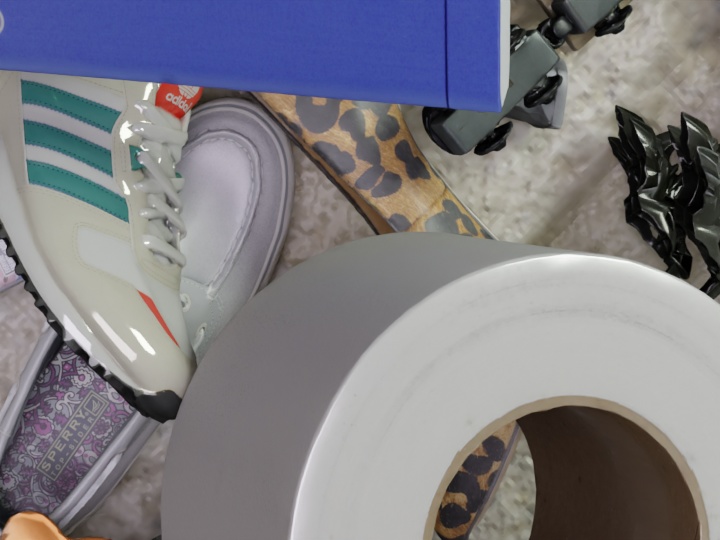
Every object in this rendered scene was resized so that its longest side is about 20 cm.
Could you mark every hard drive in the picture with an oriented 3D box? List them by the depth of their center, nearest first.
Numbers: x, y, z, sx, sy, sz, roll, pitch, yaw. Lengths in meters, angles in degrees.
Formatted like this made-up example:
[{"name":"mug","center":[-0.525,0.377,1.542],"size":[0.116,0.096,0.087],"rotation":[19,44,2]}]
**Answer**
[{"name":"hard drive","center":[-0.048,-0.123,0.972],"size":[0.198,0.025,0.133],"rotation":[6,126,10]}]

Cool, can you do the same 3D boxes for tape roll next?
[{"name":"tape roll","center":[0.044,0.090,0.996],"size":[0.201,0.139,0.204],"rotation":[-2,95,-21]}]

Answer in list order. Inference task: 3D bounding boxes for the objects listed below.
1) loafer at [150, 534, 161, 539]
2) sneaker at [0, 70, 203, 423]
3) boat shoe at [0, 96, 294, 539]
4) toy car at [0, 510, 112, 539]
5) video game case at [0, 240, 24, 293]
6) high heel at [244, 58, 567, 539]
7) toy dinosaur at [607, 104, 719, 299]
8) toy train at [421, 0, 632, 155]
[{"name":"loafer","center":[-0.003,0.151,1.114],"size":[0.199,0.070,0.076],"rotation":[14,94,2]},{"name":"sneaker","center":[-0.094,-0.042,1.064],"size":[0.093,0.070,0.200],"rotation":[-32,63,4]},{"name":"boat shoe","center":[-0.093,0.022,1.119],"size":[0.072,0.069,0.200],"rotation":[37,97,-2]},{"name":"toy car","center":[-0.176,0.154,1.087],"size":[0.199,0.184,0.177],"rotation":[-35,93,-2]},{"name":"video game case","center":[-0.229,-0.030,1.145],"size":[0.199,0.018,0.144],"rotation":[-26,95,5]},{"name":"high heel","center":[0.000,0.000,1.095],"size":[0.142,0.071,0.202],"rotation":[9,82,-16]},{"name":"toy dinosaur","center":[0.179,-0.036,1.092],"size":[0.135,0.102,0.201],"rotation":[-7,74,-13]},{"name":"toy train","center":[0.097,-0.115,1.086],"size":[0.200,0.046,0.034],"rotation":[-44,105,-13]}]
